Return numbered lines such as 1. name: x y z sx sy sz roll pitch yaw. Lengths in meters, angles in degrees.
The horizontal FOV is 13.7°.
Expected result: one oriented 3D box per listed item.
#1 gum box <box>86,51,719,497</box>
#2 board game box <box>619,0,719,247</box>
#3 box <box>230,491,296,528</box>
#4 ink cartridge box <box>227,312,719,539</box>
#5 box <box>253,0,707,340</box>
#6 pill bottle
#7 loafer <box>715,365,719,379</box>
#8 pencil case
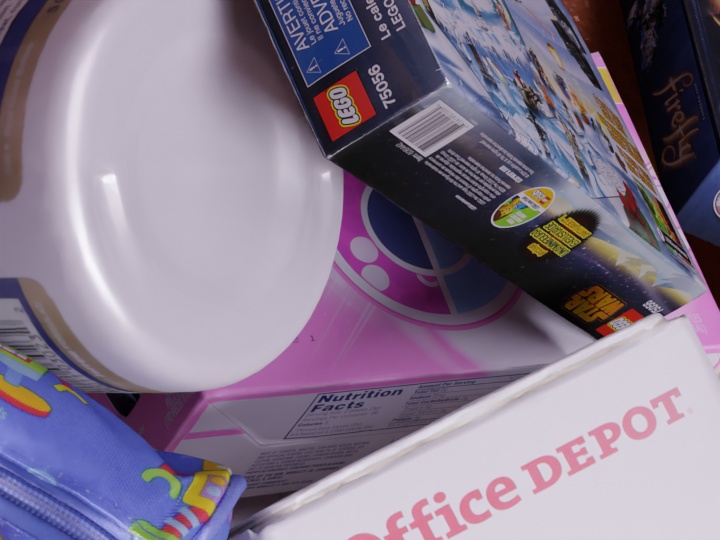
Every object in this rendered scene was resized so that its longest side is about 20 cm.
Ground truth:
1. gum box: 0.000 0.000 0.908 0.199 0.066 0.114 -4 58 -32
2. board game box: 0.159 -0.065 1.062 0.135 0.035 0.200 22 34 -21
3. box: -0.072 0.029 0.933 0.155 0.041 0.201 3 69 -29
4. ink cartridge box: 0.060 0.132 0.811 0.145 0.087 0.201 -25 87 -25
5. box: 0.022 -0.066 0.822 0.200 0.040 0.137 32 31 -61
6. pill bottle: -0.112 -0.023 0.808 0.111 0.199 0.112 2 88 -51
7. loafer: 0.113 0.070 1.005 0.200 0.076 0.068 -38 91 -27
8. pencil case: -0.124 0.034 0.715 0.200 0.087 0.078 32 82 -7
